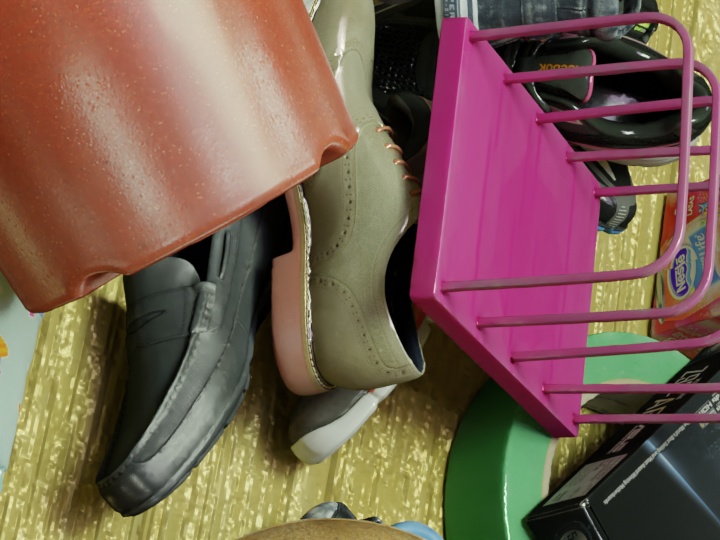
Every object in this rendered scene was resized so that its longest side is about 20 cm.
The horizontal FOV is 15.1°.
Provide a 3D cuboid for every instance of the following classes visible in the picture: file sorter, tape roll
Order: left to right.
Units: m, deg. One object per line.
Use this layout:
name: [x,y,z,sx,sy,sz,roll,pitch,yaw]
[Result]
tape roll: [0.133,0.134,1.418,0.200,0.048,0.200,14,67,-37]
file sorter: [0.123,-0.018,1.286,0.200,0.125,0.139,43,49,-58]

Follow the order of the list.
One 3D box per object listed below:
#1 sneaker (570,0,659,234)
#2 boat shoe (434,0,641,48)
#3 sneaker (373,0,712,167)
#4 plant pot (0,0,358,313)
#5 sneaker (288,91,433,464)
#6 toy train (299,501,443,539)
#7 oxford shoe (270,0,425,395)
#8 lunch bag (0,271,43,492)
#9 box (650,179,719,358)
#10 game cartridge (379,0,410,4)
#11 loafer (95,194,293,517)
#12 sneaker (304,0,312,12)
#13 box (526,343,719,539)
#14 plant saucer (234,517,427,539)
sneaker: [0.120,-0.118,1.458,0.071,0.083,0.200,9,72,-48]
boat shoe: [0.099,-0.157,1.351,0.200,0.091,0.071,-65,154,-60]
sneaker: [0.088,-0.102,1.379,0.200,0.086,0.080,5,86,-9]
plant pot: [-0.108,-0.101,1.056,0.201,0.201,0.195,-34,99,-41]
sneaker: [0.000,0.000,1.333,0.082,0.077,0.200,30,68,-6]
toy train: [0.021,0.205,1.276,0.200,0.087,0.114,52,58,-13]
oxford shoe: [0.003,-0.042,1.263,0.071,0.074,0.200,3,86,-67]
lunch bag: [-0.229,-0.011,1.105,0.200,0.122,0.170,31,58,-37]
box: [0.271,0.021,1.534,0.200,0.103,0.095,26,61,-31]
game cartridge: [-0.037,-0.218,1.297,0.041,0.133,0.200,-39,67,-4]
loafer: [-0.083,0.025,1.256,0.070,0.068,0.201,38,49,-19]
sneaker: [-0.021,-0.163,1.165,0.075,0.087,0.200,11,83,-74]
box: [0.190,0.140,1.402,0.200,0.044,0.160,-37,100,-42]
plant saucer: [-0.012,0.211,1.205,0.200,0.035,0.200,0,91,-9]
